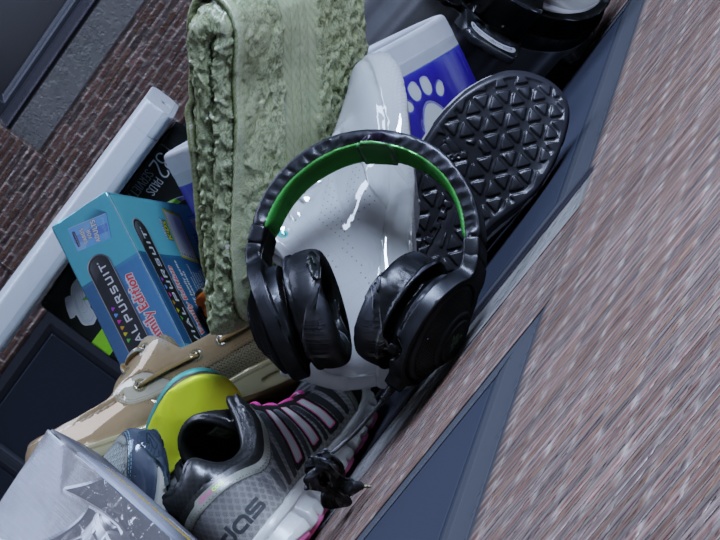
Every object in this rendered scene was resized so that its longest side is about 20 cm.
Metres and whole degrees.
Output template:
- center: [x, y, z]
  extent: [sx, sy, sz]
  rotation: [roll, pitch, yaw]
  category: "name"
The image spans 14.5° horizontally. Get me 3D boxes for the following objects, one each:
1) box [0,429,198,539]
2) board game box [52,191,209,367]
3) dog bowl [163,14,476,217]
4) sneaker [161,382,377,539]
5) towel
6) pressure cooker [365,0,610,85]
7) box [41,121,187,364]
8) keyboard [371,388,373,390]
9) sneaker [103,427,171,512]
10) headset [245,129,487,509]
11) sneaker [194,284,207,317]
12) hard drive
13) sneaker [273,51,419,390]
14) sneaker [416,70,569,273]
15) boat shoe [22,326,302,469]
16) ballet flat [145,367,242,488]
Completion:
- center: [-0.161, 0.204, 1.460]
  extent: [0.158, 0.048, 0.200]
  rotation: [35, 92, 45]
  category: "box"
- center: [-0.105, 0.031, 1.807]
  extent: [0.047, 0.151, 0.200]
  rotation: [-31, -13, 17]
  category: "board game box"
- center: [-0.019, -0.083, 1.784]
  extent: [0.200, 0.079, 0.200]
  rotation: [-27, 6, 3]
  category: "dog bowl"
- center: [-0.053, 0.096, 1.544]
  extent: [0.074, 0.087, 0.200]
  rotation: [-51, 5, 30]
  category: "sneaker"
- center: [-0.041, -0.073, 1.572]
  extent: [0.148, 0.036, 0.201]
  rotation: [-27, -60, -51]
  category: "towel"
- center: [0.073, -0.194, 1.919]
  extent: [0.178, 0.176, 0.200]
  rotation: [-13, -27, -48]
  category: "pressure cooker"
- center: [-0.098, 0.016, 1.999]
  extent: [0.149, 0.200, 0.124]
  rotation: [-52, 6, 10]
  category: "box"
- center: [-0.033, 0.112, 1.707]
  extent: [0.200, 0.021, 0.127]
  rotation: [-54, -2, 9]
  category: "keyboard"
- center: [-0.170, 0.165, 1.567]
  extent: [0.200, 0.086, 0.078]
  rotation: [-59, 27, 28]
  category: "sneaker"
- center: [-0.004, 0.021, 1.436]
  extent: [0.094, 0.123, 0.201]
  rotation: [52, -138, -69]
  category: "headset"
- center: [0.000, 0.000, 1.745]
  extent: [0.199, 0.079, 0.075]
  rotation: [-26, 6, 12]
  category: "sneaker"
- center: [-0.195, -0.036, 1.949]
  extent: [0.200, 0.027, 0.132]
  rotation: [-53, 6, 5]
  category: "hard drive"
- center: [-0.012, -0.030, 1.535]
  extent: [0.075, 0.088, 0.201]
  rotation: [78, -169, -61]
  category: "sneaker"
- center: [0.044, -0.030, 1.628]
  extent: [0.200, 0.072, 0.083]
  rotation: [-54, 2, -4]
  category: "sneaker"
- center: [-0.110, 0.072, 1.664]
  extent: [0.199, 0.065, 0.071]
  rotation: [-22, -16, -1]
  category: "boat shoe"
- center: [-0.096, 0.145, 1.625]
  extent: [0.200, 0.067, 0.067]
  rotation: [107, 148, -42]
  category: "ballet flat"
